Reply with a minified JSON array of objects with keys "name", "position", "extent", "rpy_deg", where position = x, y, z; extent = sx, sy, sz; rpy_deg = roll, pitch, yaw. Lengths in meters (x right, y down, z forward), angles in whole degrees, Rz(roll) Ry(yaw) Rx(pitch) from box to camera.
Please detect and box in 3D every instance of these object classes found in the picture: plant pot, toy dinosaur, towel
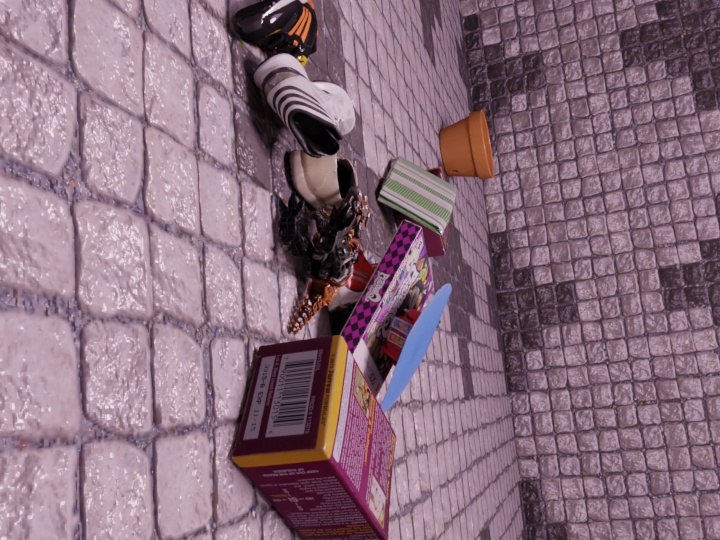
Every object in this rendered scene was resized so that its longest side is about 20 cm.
[{"name":"plant pot","position":[0.320,-0.371,2.092],"extent":[0.200,0.136,0.207],"rpy_deg":[-9,90,-73]},{"name":"toy dinosaur","position":[-0.035,-0.020,0.846],"extent":[0.137,0.099,0.205],"rpy_deg":[63,24,-55]},{"name":"towel","position":[0.113,-0.151,1.350],"extent":[0.024,0.149,0.201],"rpy_deg":[-61,-178,32]}]

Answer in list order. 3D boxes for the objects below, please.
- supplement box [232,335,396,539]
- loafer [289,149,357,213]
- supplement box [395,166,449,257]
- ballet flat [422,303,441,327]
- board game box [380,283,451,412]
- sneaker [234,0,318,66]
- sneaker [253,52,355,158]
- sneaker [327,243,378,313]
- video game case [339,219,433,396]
[{"name":"supplement box","position":[-0.039,0.185,0.729],"extent":[0.133,0.100,0.203],"rpy_deg":[-81,155,-44]},{"name":"loafer","position":[-0.032,-0.110,0.947],"extent":[0.200,0.066,0.078],"rpy_deg":[31,52,-68]},{"name":"supplement box","position":[0.138,-0.124,1.474],"extent":[0.202,0.083,0.113],"rpy_deg":[-71,147,-57]},{"name":"ballet flat","position":[0.089,0.071,1.219],"extent":[0.198,0.066,0.066],"rpy_deg":[10,68,-60]},{"name":"board game box","position":[0.064,0.099,0.964],"extent":[0.158,0.038,0.204],"rpy_deg":[-39,153,-53]},{"name":"sneaker","position":[-0.088,-0.291,0.847],"extent":[0.201,0.068,0.092],"rpy_deg":[-69,143,-61]},{"name":"sneaker","position":[-0.051,-0.178,0.858],"extent":[0.199,0.075,0.118],"rpy_deg":[13,47,-62]},{"name":"sneaker","position":[0.000,0.000,0.995],"extent":[0.200,0.075,0.088],"rpy_deg":[-23,99,-73]},{"name":"video game case","position":[0.039,0.060,0.966],"extent":[0.203,0.035,0.182],"rpy_deg":[-60,158,-19]}]
